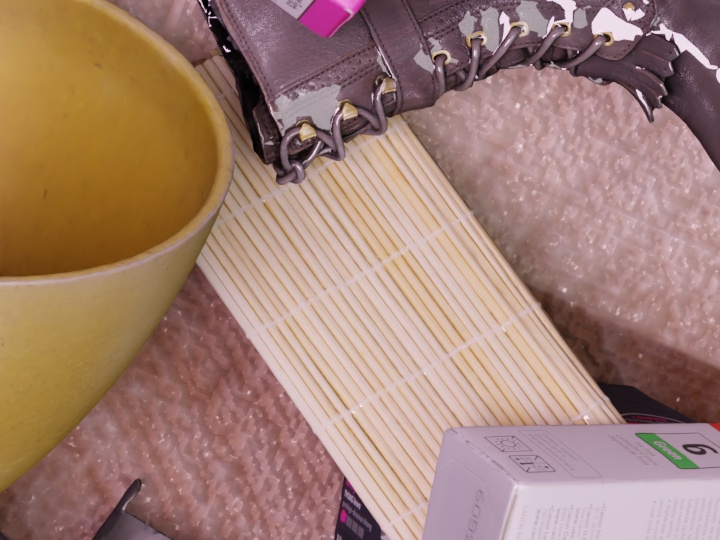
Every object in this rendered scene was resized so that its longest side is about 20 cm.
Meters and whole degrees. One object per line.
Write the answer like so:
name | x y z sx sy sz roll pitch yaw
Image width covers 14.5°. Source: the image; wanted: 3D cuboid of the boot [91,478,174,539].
boot | -0.050 0.185 1.021 0.200 0.077 0.138 38 82 -7

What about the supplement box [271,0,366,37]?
supplement box | -0.057 -0.174 0.908 0.200 0.103 0.101 35 87 -6

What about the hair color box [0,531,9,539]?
hair color box | -0.190 0.167 0.963 0.200 0.109 0.065 -48 114 -5

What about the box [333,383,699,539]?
box | 0.057 0.147 1.057 0.122 0.106 0.200 5 100 -22

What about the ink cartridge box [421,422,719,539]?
ink cartridge box | 0.113 0.110 0.975 0.200 0.050 0.109 1 111 -31

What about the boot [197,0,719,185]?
boot | 0.041 -0.076 0.993 0.174 0.069 0.200 -29 73 -16

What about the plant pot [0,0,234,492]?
plant pot | -0.154 0.000 0.913 0.200 0.200 0.142 3 125 -22

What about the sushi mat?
sushi mat | 0.000 0.000 0.987 0.096 0.012 0.200 -31 74 -16
